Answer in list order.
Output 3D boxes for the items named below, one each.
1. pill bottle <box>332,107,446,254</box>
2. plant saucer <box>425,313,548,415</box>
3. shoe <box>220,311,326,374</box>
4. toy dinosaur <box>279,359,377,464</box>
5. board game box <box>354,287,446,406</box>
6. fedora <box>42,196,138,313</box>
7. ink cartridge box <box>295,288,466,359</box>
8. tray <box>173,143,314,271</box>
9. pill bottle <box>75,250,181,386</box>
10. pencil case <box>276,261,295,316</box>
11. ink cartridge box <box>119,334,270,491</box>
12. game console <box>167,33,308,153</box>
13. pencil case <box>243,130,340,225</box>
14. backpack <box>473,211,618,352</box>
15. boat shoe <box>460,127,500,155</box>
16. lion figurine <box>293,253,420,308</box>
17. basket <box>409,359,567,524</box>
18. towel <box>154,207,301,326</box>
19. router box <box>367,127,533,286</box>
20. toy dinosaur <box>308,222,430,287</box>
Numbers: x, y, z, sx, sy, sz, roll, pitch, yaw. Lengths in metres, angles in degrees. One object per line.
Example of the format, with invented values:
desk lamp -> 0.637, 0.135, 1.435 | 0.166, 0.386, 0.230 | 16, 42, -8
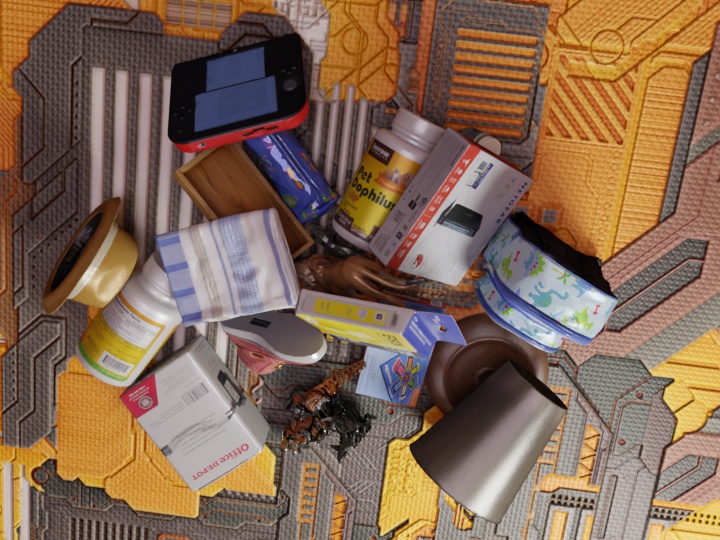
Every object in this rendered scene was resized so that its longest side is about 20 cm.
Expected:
pill bottle -> 0.046, -0.128, 1.057 | 0.109, 0.109, 0.201 | 26, 104, -4
plant saucer -> 0.203, 0.169, 1.162 | 0.199, 0.037, 0.202 | 1, 104, 2
shoe -> -0.123, 0.116, 1.107 | 0.199, 0.072, 0.091 | 15, 139, 34
toy dinosaur -> -0.054, 0.229, 1.165 | 0.136, 0.102, 0.200 | 40, 130, 12
board game box -> 0.060, 0.124, 1.137 | 0.102, 0.019, 0.201 | 14, 122, 1
fedora -> -0.390, -0.011, 1.083 | 0.082, 0.201, 0.201 | 35, 105, -28
ink cartridge box -> 0.035, 0.081, 0.998 | 0.199, 0.198, 0.047 | 12, 77, 18
tray -> -0.168, -0.088, 1.059 | 0.099, 0.037, 0.200 | -40, 95, -21
pill bottle -> -0.341, 0.071, 1.129 | 0.111, 0.111, 0.200 | 38, 103, -6
pencil case -> -0.123, 0.011, 1.117 | 0.200, 0.078, 0.089 | 43, 131, -7
ink cartridge box -> -0.263, 0.231, 1.179 | 0.145, 0.083, 0.200 | -32, 101, 10
game console -> -0.173, -0.253, 1.023 | 0.199, 0.031, 0.178 | -12, 59, 6
pencil case -> -0.112, -0.162, 1.070 | 0.078, 0.087, 0.200 | -36, 101, -7
backpack -> 0.262, 0.027, 1.038 | 0.182, 0.200, 0.147 | 30, 104, -5
boat shoe -> 0.133, -0.121, 1.090 | 0.062, 0.073, 0.201 | 46, 116, 36
lion figurine -> -0.013, 0.009, 1.013 | 0.122, 0.200, 0.073 | 34, 64, -20
basket -> 0.205, 0.247, 1.099 | 0.180, 0.136, 0.200 | 38, 100, -1
towel -> -0.186, -0.001, 1.029 | 0.199, 0.024, 0.148 | -10, 103, 19
router box -> 0.131, -0.083, 1.032 | 0.049, 0.179, 0.200 | 47, 111, 37
toy dinosaur -> 0.000, 0.000, 1.104 | 0.199, 0.048, 0.088 | 26, 142, 1
